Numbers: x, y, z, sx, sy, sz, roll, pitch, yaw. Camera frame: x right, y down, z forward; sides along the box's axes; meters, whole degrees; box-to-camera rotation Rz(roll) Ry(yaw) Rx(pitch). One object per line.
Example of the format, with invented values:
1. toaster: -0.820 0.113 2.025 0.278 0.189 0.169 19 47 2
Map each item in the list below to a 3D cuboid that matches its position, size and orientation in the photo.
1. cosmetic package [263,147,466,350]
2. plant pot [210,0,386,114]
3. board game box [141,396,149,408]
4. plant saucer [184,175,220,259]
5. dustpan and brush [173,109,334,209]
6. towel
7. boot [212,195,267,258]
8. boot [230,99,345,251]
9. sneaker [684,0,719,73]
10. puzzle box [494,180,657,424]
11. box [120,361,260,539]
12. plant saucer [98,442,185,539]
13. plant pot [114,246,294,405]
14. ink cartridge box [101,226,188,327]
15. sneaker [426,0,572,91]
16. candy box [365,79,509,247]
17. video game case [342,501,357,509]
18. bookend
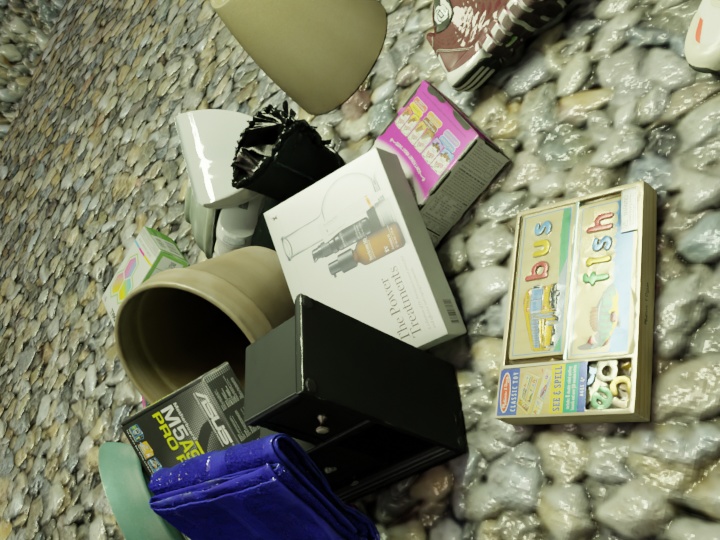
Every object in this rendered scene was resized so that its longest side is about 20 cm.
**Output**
1. cosmetic package: 0.000 0.000 0.810 0.150 0.052 0.201 -28 74 27
2. plant pot: -0.098 -0.346 1.100 0.187 0.200 0.188 -27 50 38
3. board game box: -0.226 0.153 1.064 0.148 0.064 0.200 -48 38 18
4. plant saucer: -0.218 -0.117 1.144 0.200 0.050 0.201 -171 90 -85
5. dustpan and brush: -0.129 -0.156 1.045 0.057 0.199 0.140 102 152 -70
6. towel: -0.097 0.226 0.734 0.200 0.148 0.050 -24 24 40
7. boot: -0.171 -0.078 1.132 0.200 0.073 0.096 -77 10 -47
8. boot: -0.105 -0.097 0.981 0.073 0.162 0.199 33 93 25
9. sneaker: 0.312 -0.263 0.644 0.200 0.093 0.070 -58 37 6
10. puzzle box: 0.183 0.030 0.678 0.133 0.025 0.201 -14 58 46
11. box: -0.153 0.217 0.851 0.160 0.044 0.201 -29 90 37
12. plant saucer: -0.231 0.277 0.912 0.036 0.200 0.200 -29 39 -6
13. plant pot: -0.149 0.063 0.919 0.200 0.200 0.174 -31 10 35
14. ink cartridge box: -0.367 0.040 1.303 0.200 0.059 0.104 -57 37 7
15. sneaker: 0.144 -0.297 0.850 0.200 0.076 0.116 -42 70 26
16. candy box: 0.052 -0.090 0.877 0.200 0.061 0.137 -49 41 17
17. video game case: -0.023 0.346 0.723 0.182 0.036 0.200 -56 37 12
18. bookend: -0.043 0.135 0.740 0.198 0.200 0.092 -33 46 33
